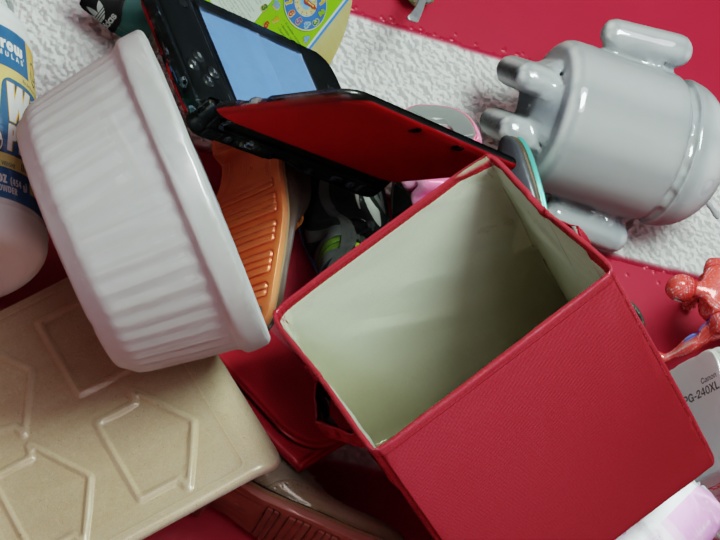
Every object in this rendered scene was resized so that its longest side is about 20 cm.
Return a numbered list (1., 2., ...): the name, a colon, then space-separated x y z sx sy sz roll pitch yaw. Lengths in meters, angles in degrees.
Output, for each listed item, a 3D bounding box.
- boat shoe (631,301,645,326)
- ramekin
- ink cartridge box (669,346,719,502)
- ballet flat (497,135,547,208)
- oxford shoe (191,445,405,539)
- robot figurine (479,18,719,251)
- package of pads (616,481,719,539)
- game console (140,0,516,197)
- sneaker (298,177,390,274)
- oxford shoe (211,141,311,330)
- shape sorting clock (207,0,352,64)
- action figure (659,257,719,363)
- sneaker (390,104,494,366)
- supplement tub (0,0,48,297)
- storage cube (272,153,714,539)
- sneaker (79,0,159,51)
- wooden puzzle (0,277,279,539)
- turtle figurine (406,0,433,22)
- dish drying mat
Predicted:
1. boat shoe: 0.143 0.103 1.358 0.072 0.068 0.201 41 70 -16
2. ramekin: -0.133 -0.032 1.193 0.094 0.202 0.204 -23 76 -2
3. ink cartridge box: 0.294 0.116 1.404 0.198 0.145 0.084 2 67 -29
4. ballet flat: 0.115 0.007 1.418 0.073 0.073 0.202 -20 94 -30
5. oxford shoe: -0.052 0.136 1.298 0.199 0.071 0.074 27 56 -10
6. robot figurine: 0.192 -0.102 1.487 0.198 0.113 0.171 17 101 -16
7. package of pads: 0.141 0.215 1.302 0.076 0.121 0.200 45 64 12
8. game console: -0.020 -0.124 1.286 0.199 0.118 0.173 18 42 -53
9. sneaker: 0.000 0.000 1.374 0.070 0.083 0.201 8 64 -20
10. oxford shoe: -0.060 -0.038 1.356 0.073 0.071 0.202 38 46 -46
11. shape sorting clock: -0.077 -0.213 1.415 0.199 0.039 0.202 -11 106 -42
12. action figure: 0.280 0.044 1.498 0.199 0.099 0.066 21 54 -40
13. sneaker: 0.053 -0.014 1.394 0.078 0.096 0.201 6 57 -13
14. supplement tub: -0.275 -0.090 1.258 0.143 0.145 0.202 1 67 -23
15. storage cube: 0.080 0.073 1.234 0.199 0.171 0.180 -37 126 -3
16. sneaker: -0.147 -0.257 1.434 0.079 0.071 0.202 21 62 -19
17. wooden puzzle: -0.176 0.098 1.243 0.199 0.046 0.186 -25 62 -19
18. turtle figurine: 0.083 -0.271 1.504 0.193 0.199 0.145 -11 106 -32
19. dish drying mat: -0.085 0.048 1.321 0.200 0.018 0.077 45 34 15
